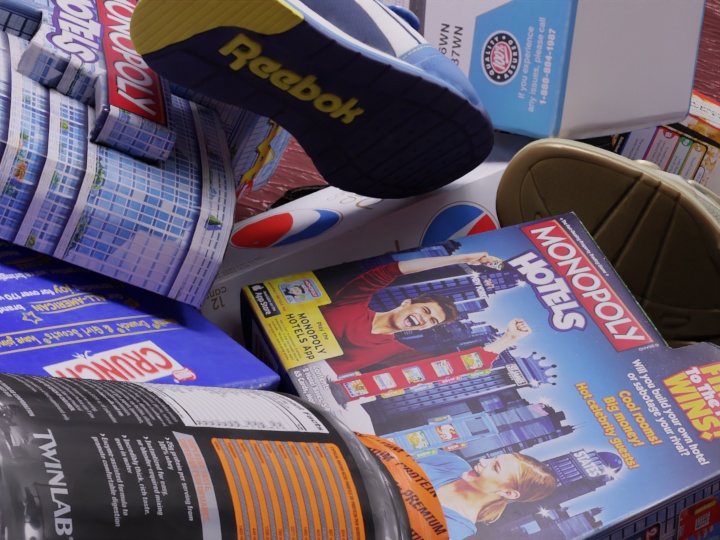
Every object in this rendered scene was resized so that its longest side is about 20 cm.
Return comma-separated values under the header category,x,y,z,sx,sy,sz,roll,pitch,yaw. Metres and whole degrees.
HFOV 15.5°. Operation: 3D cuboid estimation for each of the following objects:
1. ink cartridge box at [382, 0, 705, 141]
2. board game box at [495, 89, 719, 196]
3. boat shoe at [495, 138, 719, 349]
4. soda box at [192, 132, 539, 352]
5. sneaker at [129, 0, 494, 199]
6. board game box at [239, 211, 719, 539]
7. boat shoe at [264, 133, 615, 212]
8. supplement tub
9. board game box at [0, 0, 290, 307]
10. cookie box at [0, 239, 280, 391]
category,x,y,z,sx,sy,sz,roll,pitch,yaw
ink cartridge box,0.044,-0.153,1.225,0.200,0.147,0.146,14,14,30
board game box,0.115,-0.038,1.390,0.200,0.152,0.046,28,21,1
boat shoe,0.148,0.003,1.152,0.201,0.073,0.063,26,15,-6
soda box,0.000,0.000,1.150,0.200,0.064,0.068,-22,20,-30
sneaker,-0.016,-0.095,1.066,0.200,0.074,0.082,34,33,-45
board game box,0.077,0.066,1.039,0.200,0.062,0.200,-11,40,-16
boat shoe,0.037,-0.045,1.308,0.200,0.064,0.071,-5,11,29
supplement tub,-0.073,0.098,0.877,0.200,0.123,0.123,7,27,-42
board game box,-0.109,-0.071,1.085,0.200,0.062,0.200,19,23,-20
cookie box,-0.162,0.024,1.016,0.200,0.075,0.171,37,23,27
